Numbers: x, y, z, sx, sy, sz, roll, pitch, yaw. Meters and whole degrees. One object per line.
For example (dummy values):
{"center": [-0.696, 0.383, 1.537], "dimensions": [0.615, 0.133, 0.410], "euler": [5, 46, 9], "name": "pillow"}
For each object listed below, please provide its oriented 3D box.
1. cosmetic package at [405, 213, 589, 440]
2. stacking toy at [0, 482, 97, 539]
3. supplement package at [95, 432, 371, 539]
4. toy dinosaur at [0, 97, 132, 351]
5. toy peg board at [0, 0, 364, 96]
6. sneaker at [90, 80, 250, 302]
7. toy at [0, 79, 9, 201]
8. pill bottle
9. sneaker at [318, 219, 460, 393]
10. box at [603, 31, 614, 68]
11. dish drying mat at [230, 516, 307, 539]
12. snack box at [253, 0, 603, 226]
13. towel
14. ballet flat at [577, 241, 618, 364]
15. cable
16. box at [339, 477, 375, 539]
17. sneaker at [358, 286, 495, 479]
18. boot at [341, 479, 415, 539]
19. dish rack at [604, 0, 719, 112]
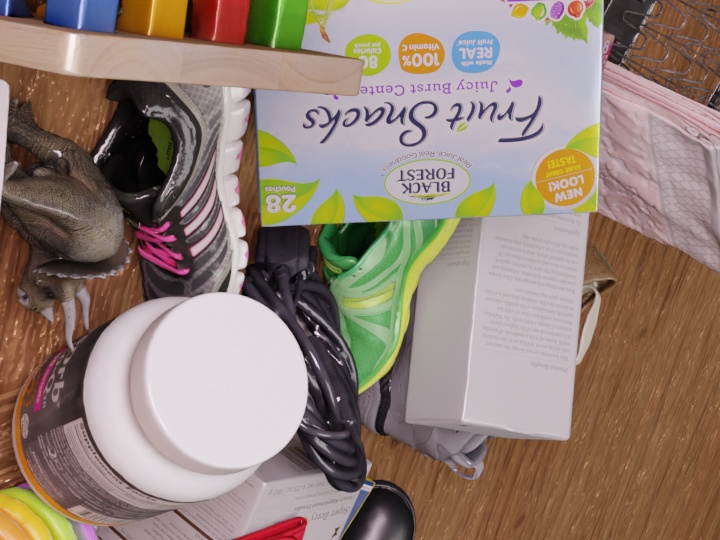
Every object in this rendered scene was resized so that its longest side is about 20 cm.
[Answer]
{"center": [0.099, 0.015, 1.353], "dimensions": [0.101, 0.071, 0.201], "euler": [12, 80, -34], "name": "cosmetic package"}
{"center": [-0.206, 0.169, 1.163], "dimensions": [0.200, 0.110, 0.116], "euler": [-31, 147, -55], "name": "stacking toy"}
{"center": [-0.103, 0.189, 1.291], "dimensions": [0.121, 0.120, 0.200], "euler": [-3, 122, -54], "name": "supplement package"}
{"center": [-0.155, -0.036, 0.988], "dimensions": [0.077, 0.102, 0.200], "euler": [-52, -177, -20], "name": "toy dinosaur"}
{"center": [-0.128, -0.146, 0.878], "dimensions": [0.199, 0.200, 0.098], "euler": [-3, 103, -54], "name": "toy peg board"}
{"center": [-0.116, -0.041, 1.100], "dimensions": [0.087, 0.074, 0.200], "euler": [-25, 133, -42], "name": "sneaker"}
{"center": [-0.233, -0.011, 0.907], "dimensions": [0.047, 0.115, 0.200], "euler": [-70, 174, -50], "name": "toy"}
{"center": [-0.114, 0.078, 1.079], "dimensions": [0.116, 0.117, 0.200], "euler": [-36, -175, -31], "name": "pill bottle"}
{"center": [0.000, 0.000, 1.326], "dimensions": [0.083, 0.074, 0.200], "euler": [9, 117, -31], "name": "sneaker"}
{"center": [0.064, -0.128, 1.244], "dimensions": [0.200, 0.100, 0.096], "euler": [-9, 123, -51], "name": "box"}
{"center": [-0.083, 0.252, 1.243], "dimensions": [0.077, 0.018, 0.200], "euler": [-13, 129, -45], "name": "dish drying mat"}
{"center": [0.037, -0.116, 1.100], "dimensions": [0.068, 0.199, 0.169], "euler": [-97, -174, -68], "name": "snack box"}
{"center": [0.194, -0.083, 1.387], "dimensions": [0.032, 0.191, 0.200], "euler": [-52, 150, -16], "name": "towel"}
{"center": [0.145, 0.066, 1.578], "dimensions": [0.200, 0.072, 0.068], "euler": [-53, 153, -5], "name": "ballet flat"}
{"center": [-0.035, 0.063, 1.203], "dimensions": [0.051, 0.200, 0.164], "euler": [-15, 115, 4], "name": "cable"}
{"center": [-0.076, 0.219, 1.415], "dimensions": [0.200, 0.064, 0.070], "euler": [-58, 150, 2], "name": "box"}
{"center": [0.071, 0.059, 1.421], "dimensions": [0.075, 0.115, 0.200], "euler": [-19, 134, -46], "name": "sneaker"}
{"center": [-0.022, 0.266, 1.461], "dimensions": [0.199, 0.073, 0.162], "euler": [-55, -175, 8], "name": "boot"}
{"center": [0.247, -0.171, 1.378], "dimensions": [0.054, 0.200, 0.154], "euler": [14, 108, -47], "name": "dish rack"}
